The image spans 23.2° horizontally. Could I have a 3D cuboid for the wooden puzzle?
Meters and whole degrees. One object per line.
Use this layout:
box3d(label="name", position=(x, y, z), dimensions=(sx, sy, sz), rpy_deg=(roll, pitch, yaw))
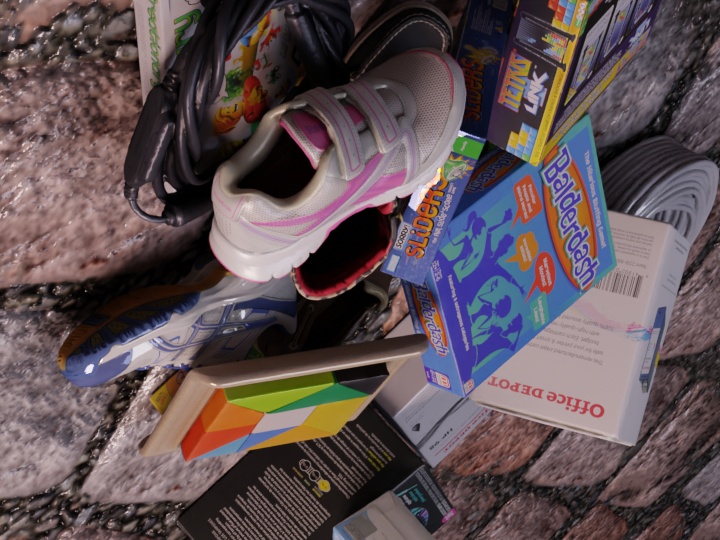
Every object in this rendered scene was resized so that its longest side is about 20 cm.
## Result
box3d(label="wooden puzzle", position=(-0.061, 0.103, 1.341), dimensions=(0.185, 0.037, 0.200), rpy_deg=(-8, 162, -24))

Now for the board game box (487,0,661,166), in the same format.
box3d(label="board game box", position=(0.177, -0.201, 1.347), dimensions=(0.200, 0.057, 0.165), rpy_deg=(-47, 160, -40))

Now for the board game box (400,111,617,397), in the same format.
box3d(label="board game box", position=(0.118, -0.018, 1.394), dimensions=(0.200, 0.045, 0.152), rpy_deg=(-39, 129, -30))

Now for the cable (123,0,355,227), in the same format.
box3d(label="cable", position=(-0.064, -0.115, 1.113), dimensions=(0.163, 0.051, 0.200), rpy_deg=(-14, 139, -44))

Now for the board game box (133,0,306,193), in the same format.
box3d(label="board game box", position=(-0.084, -0.144, 1.140), dimensions=(0.126, 0.035, 0.200), rpy_deg=(-32, 150, -24))

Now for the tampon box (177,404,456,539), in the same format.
box3d(label="tampon box", position=(-0.037, 0.226, 1.610), dimensions=(0.200, 0.126, 0.150), rpy_deg=(-42, 152, -6))

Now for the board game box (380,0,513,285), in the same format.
box3d(label="board game box", position=(0.065, -0.101, 1.280), dimensions=(0.200, 0.034, 0.135), rpy_deg=(-75, -175, -53))

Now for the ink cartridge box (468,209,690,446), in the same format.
box3d(label="ink cartridge box", position=(0.200, 0.046, 1.595), dimensions=(0.088, 0.145, 0.200), rpy_deg=(27, 78, -65))

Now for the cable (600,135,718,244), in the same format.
box3d(label="cable", position=(0.269, -0.041, 1.739), dimensions=(0.200, 0.069, 0.200), rpy_deg=(-42, 152, -9))

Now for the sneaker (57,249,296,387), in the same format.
box3d(label="sneaker", position=(-0.123, 0.049, 1.273), dimensions=(0.200, 0.075, 0.088), rpy_deg=(-28, 116, -29))

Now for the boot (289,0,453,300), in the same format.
box3d(label="boot", position=(0.004, -0.082, 1.223), dimensions=(0.073, 0.151, 0.200), rpy_deg=(33, 110, -21))

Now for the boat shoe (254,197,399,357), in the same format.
box3d(label="boat shoe", position=(0.003, 0.003, 1.367), dimensions=(0.202, 0.075, 0.075), rpy_deg=(-48, 139, 2))

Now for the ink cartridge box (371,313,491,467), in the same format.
box3d(label="ink cartridge box", position=(0.076, 0.112, 1.677), dimensions=(0.116, 0.067, 0.200), rpy_deg=(-44, 152, -5))

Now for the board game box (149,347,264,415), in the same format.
box3d(label="board game box", position=(-0.077, 0.059, 1.435), dimensions=(0.200, 0.030, 0.096), rpy_deg=(-41, 152, -3))

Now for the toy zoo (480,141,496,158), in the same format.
box3d(label="toy zoo", position=(0.060, -0.069, 1.460), dimensions=(0.200, 0.020, 0.131), rpy_deg=(-33, 150, -24))

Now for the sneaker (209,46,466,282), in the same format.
box3d(label="sneaker", position=(-0.013, -0.077, 1.110), dimensions=(0.200, 0.081, 0.088), rpy_deg=(-41, 159, -12))

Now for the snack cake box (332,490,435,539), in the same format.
box3d(label="snack cake box", position=(0.032, 0.299, 1.542), dimensions=(0.067, 0.115, 0.200), rpy_deg=(-30, 147, -24))
